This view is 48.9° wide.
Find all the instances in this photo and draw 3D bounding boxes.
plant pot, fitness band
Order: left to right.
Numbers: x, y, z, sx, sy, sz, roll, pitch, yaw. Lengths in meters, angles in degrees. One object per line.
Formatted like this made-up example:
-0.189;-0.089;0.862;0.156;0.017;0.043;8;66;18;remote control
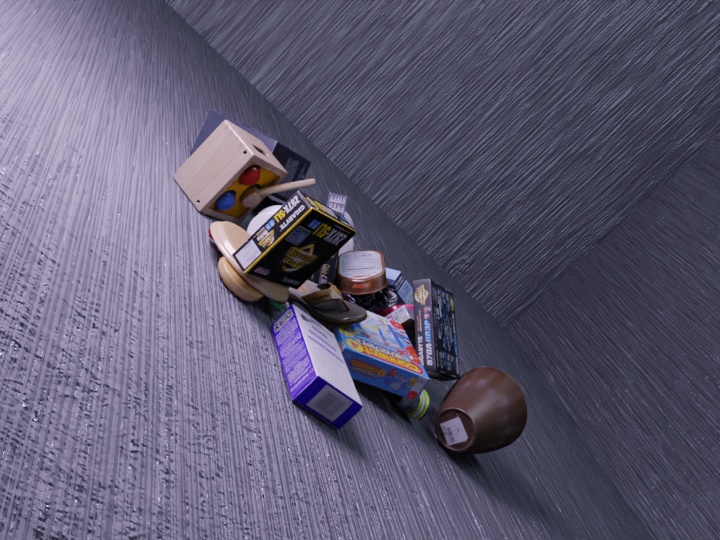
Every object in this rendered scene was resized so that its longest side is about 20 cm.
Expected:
0.094;0.126;1.879;0.200;0.142;0.038;31;45;-61;fitness band
0.242;0.322;1.718;0.187;0.187;0.199;50;26;16;plant pot

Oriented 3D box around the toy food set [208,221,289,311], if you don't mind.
-0.201;-0.008;1.436;0.201;0.049;0.198;54;12;34;toy food set

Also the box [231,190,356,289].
-0.109;-0.047;1.375;0.049;0.160;0.200;49;10;21;box

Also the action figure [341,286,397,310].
0.019;0.074;1.747;0.102;0.119;0.199;43;32;21;action figure

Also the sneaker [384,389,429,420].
0.074;0.218;1.647;0.081;0.074;0.200;33;16;-42;sneaker

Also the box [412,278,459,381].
0.167;0.133;1.740;0.159;0.045;0.203;28;56;-61;box

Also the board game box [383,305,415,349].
0.088;0.146;1.782;0.200;0.134;0.034;27;32;-60;board game box

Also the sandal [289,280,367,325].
-0.075;0.046;1.530;0.199;0.055;0.081;31;37;27;sandal

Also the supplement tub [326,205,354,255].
-0.080;-0.082;1.976;0.132;0.132;0.200;44;10;-11;supplement tub

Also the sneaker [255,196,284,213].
-0.181;-0.124;1.871;0.200;0.079;0.075;51;11;26;sneaker

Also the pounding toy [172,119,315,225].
-0.229;-0.184;1.599;0.143;0.184;0.200;50;11;19;pounding toy

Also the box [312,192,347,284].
-0.068;-0.048;1.704;0.048;0.163;0.201;12;35;-4;box

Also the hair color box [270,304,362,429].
-0.075;0.154;1.298;0.109;0.065;0.201;39;15;-32;hair color box

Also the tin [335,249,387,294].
0.000;0.000;1.732;0.200;0.110;0.042;-93;175;-70;tin

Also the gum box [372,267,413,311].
0.072;0.062;1.977;0.169;0.045;0.200;16;-26;44;gum box

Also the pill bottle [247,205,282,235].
-0.162;-0.075;1.644;0.120;0.120;0.200;47;11;4;pill bottle

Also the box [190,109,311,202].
-0.248;-0.260;1.833;0.195;0.118;0.200;28;4;20;box

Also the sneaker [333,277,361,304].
-0.027;0.061;1.853;0.199;0.077;0.092;15;41;-57;sneaker

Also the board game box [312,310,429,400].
0.017;0.149;1.562;0.198;0.056;0.196;23;20;-26;board game box
